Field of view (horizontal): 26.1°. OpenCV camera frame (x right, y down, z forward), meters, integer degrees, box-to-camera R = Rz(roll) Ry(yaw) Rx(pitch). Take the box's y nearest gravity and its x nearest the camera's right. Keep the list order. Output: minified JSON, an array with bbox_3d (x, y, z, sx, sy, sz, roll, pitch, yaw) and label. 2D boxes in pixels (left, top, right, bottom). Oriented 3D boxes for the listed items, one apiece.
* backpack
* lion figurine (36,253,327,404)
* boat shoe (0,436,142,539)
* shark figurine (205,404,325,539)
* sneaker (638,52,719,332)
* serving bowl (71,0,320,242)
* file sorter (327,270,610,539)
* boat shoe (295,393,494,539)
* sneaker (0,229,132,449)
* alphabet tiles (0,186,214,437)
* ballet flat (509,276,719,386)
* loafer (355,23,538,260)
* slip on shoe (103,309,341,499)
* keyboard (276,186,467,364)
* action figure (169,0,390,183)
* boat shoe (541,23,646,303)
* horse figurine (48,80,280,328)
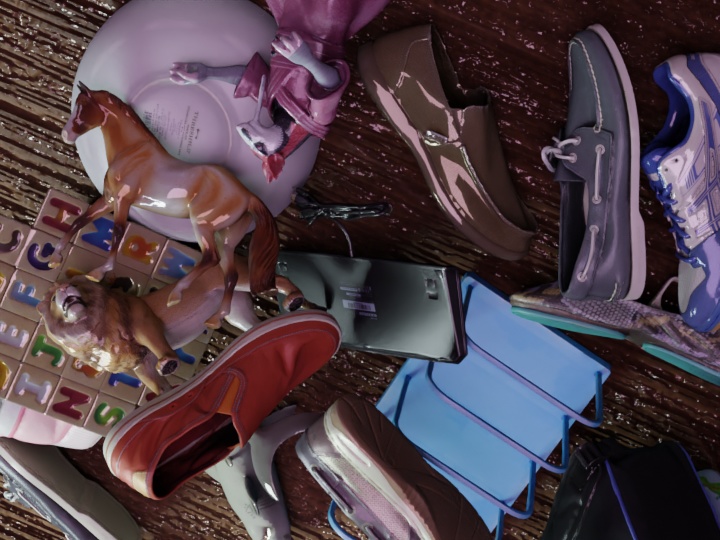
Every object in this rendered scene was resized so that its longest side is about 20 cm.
[{"bbox_3d":[0.220,0.254,1.190,0.145,0.184,0.202,5,126,-20],"label":"backpack"},{"bbox_3d":[-0.136,0.030,1.181,0.198,0.123,0.073,-19,137,-28],"label":"lion figurine"},{"bbox_3d":[-0.274,0.183,1.299,0.063,0.073,0.200,-42,103,16],"label":"boat shoe"},{"bbox_3d":[-0.077,0.135,1.238,0.089,0.215,0.128,-36,71,-21],"label":"shark figurine"},{"bbox_3d":[0.238,-0.058,1.124,0.087,0.075,0.203,3,94,-14],"label":"sneaker"},{"bbox_3d":[-0.132,-0.112,1.181,0.197,0.066,0.203,3,108,9],"label":"serving bowl"},{"bbox_3d":[0.083,0.135,1.202,0.138,0.123,0.201,32,110,-4],"label":"file sorter"},{"bbox_3d":[0.031,0.179,1.126,0.065,0.072,0.200,-34,103,30],"label":"boat shoe"},{"bbox_3d":[-0.219,0.053,1.251,0.104,0.075,0.202,20,101,-18],"label":"sneaker"},{"bbox_3d":[-0.213,0.037,1.203,0.198,0.006,0.168,23,98,-21],"label":"alphabet tiles"},{"bbox_3d":[0.214,0.032,1.185,0.198,0.072,0.073,19,110,2],"label":"ballet flat"},{"bbox_3d":[0.075,-0.097,1.149,0.067,0.076,0.201,-34,101,24],"label":"loafer"},{"bbox_3d":[-0.092,0.100,1.136,0.199,0.061,0.075,-33,140,-17],"label":"slip on shoe"},{"bbox_3d":[0.000,0.000,1.165,0.198,0.020,0.129,6,113,46],"label":"keyboard"},{"bbox_3d":[-0.038,-0.160,1.112,0.133,0.148,0.203,20,99,46],"label":"action figure"},{"bbox_3d":[0.165,-0.076,1.126,0.061,0.073,0.203,-7,95,-9],"label":"boat shoe"},{"bbox_3d":[-0.138,-0.042,1.130,0.198,0.050,0.134,20,79,8],"label":"horse figurine"}]
